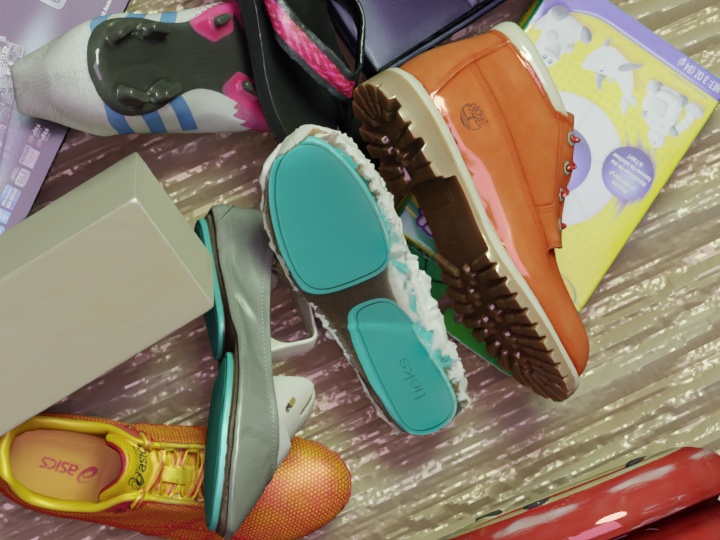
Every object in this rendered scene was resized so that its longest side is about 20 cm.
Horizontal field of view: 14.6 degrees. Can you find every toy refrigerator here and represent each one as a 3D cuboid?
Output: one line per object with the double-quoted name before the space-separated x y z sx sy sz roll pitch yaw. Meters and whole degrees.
"toy refrigerator" -0.179 0.027 1.469 0.200 0.070 0.076 -32 113 10

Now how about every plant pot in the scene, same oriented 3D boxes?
"plant pot" 0.143 0.198 1.467 0.200 0.200 0.183 -19 86 -7

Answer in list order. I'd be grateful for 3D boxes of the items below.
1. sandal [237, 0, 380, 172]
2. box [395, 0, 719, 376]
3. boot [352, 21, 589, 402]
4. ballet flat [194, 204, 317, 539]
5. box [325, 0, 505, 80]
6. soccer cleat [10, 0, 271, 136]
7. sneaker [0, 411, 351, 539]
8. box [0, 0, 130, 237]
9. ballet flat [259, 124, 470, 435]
"sandal" -0.029 -0.135 1.482 0.045 0.075 0.201 -9 107 35
"box" 0.099 -0.051 1.548 0.117 0.048 0.200 34 86 -4
"boot" 0.087 -0.033 1.489 0.107 0.075 0.201 -31 101 -25
"ballet flat" -0.052 0.050 1.482 0.063 0.067 0.201 3 55 -12
"box" 0.019 -0.228 1.543 0.157 0.051 0.200 -32 92 -6
"soccer cleat" -0.102 -0.106 1.489 0.086 0.200 0.070 -9 86 36
"sneaker" -0.103 0.115 1.503 0.199 0.077 0.073 3 86 -8
"box" -0.220 -0.124 1.512 0.157 0.050 0.201 26 86 -6
"ballet flat" 0.000 0.000 1.497 0.072 0.072 0.200 -28 118 -7
